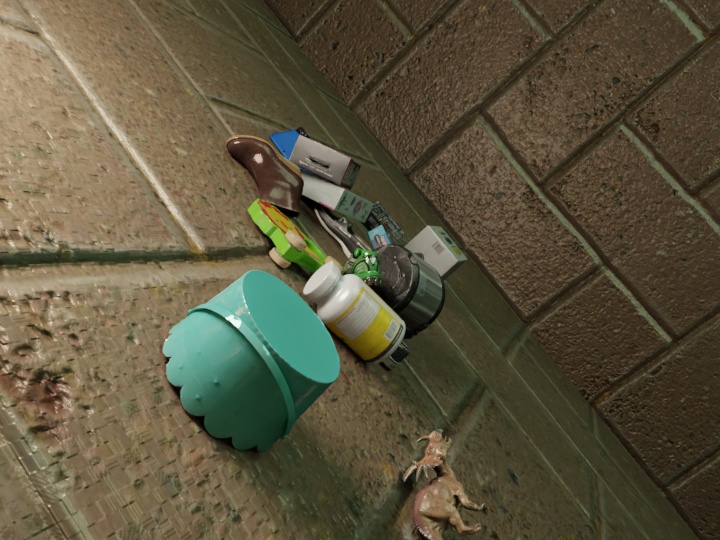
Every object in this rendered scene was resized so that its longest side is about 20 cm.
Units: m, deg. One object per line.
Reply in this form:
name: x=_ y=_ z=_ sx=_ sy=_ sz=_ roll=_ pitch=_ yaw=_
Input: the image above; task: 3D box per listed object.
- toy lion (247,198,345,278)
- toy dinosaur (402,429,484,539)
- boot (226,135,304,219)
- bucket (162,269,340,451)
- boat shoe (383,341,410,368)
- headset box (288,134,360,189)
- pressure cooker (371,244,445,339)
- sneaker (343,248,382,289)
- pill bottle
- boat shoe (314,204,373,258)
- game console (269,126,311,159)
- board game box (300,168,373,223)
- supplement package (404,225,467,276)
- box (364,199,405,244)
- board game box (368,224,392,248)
toy lion: x=-0.144 y=-0.065 z=1.376 sx=0.199 sy=0.069 sz=0.192 roll=34 pitch=14 yaw=-44
toy dinosaur: x=0.117 y=0.365 z=1.048 sx=0.135 sy=0.086 sz=0.200 roll=38 pitch=33 yaw=-3
boot: x=-0.216 y=-0.213 z=1.492 sx=0.198 sy=0.072 sz=0.168 roll=23 pitch=40 yaw=-23
bucket: x=-0.132 y=0.110 z=0.845 sx=0.207 sy=0.135 sz=0.208 roll=44 pitch=16 yaw=-17
boat shoe: x=0.032 y=0.111 z=1.409 sx=0.201 sy=0.068 sz=0.072 roll=53 pitch=16 yaw=21
headset box: x=-0.090 y=-0.278 z=1.711 sx=0.148 sy=0.078 sz=0.200 roll=25 pitch=7 yaw=5
pressure cooker: x=0.100 y=0.051 z=1.533 sx=0.199 sy=0.176 sz=0.179 roll=28 pitch=19 yaw=-51
sneaker: x=0.000 y=0.000 z=1.407 sx=0.077 sy=0.086 sz=0.200 roll=6 pitch=-7 yaw=-21
pill bottle: x=-0.013 y=0.080 z=1.282 sx=0.200 sy=0.112 sz=0.112 roll=44 pitch=16 yaw=-18
boat shoe: x=-0.041 y=-0.100 z=1.718 sx=0.201 sy=0.060 sz=0.074 roll=52 pitch=18 yaw=10
game console: x=-0.166 y=-0.310 z=1.947 sx=0.201 sy=0.118 sz=0.171 roll=54 pitch=-15 yaw=15
board game box: x=-0.071 y=-0.197 z=1.761 sx=0.147 sy=0.065 sz=0.200 roll=29 pitch=8 yaw=24
supplement package: x=0.236 y=-0.042 z=2.171 sx=0.152 sy=0.150 sz=0.200 roll=51 pitch=16 yaw=10
box: x=0.069 y=-0.150 z=2.154 sx=0.158 sy=0.050 sz=0.200 roll=50 pitch=16 yaw=-1
board game box: x=0.093 y=-0.001 z=1.781 sx=0.201 sy=0.047 sz=0.152 roll=60 pitch=7 yaw=-35
